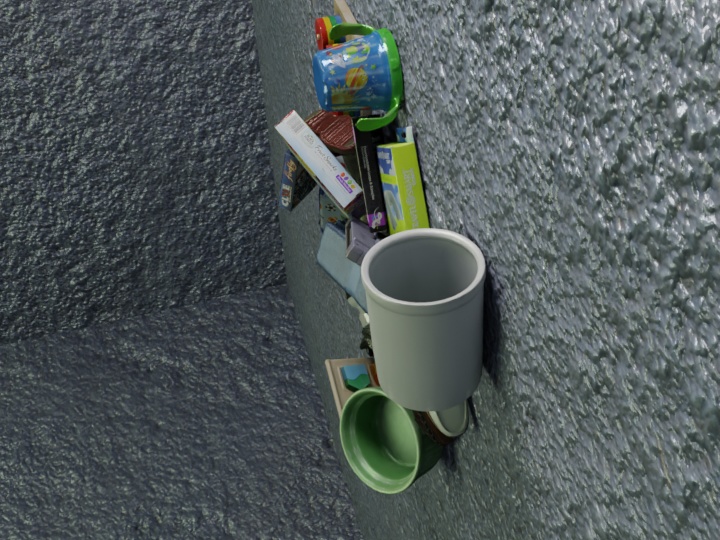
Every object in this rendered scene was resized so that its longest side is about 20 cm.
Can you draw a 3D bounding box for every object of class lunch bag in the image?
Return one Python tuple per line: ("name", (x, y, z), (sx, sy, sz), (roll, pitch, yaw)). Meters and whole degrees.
("lunch bag", (-0.042, -0.177, 1.800), (0.201, 0.075, 0.162), (96, -174, -57))

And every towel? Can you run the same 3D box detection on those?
("towel", (0.000, 0.000, 1.551), (0.200, 0.048, 0.112), (43, 129, 29))

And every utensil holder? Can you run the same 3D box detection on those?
("utensil holder", (0.094, 0.071, 1.169), (0.171, 0.168, 0.202), (-115, 13, -52))

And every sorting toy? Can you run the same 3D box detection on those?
("sorting toy", (-0.039, -0.397, 1.642), (0.201, 0.069, 0.200), (88, 166, -45))
("sorting toy", (0.032, 0.263, 1.728), (0.036, 0.198, 0.187), (-46, 51, 44))

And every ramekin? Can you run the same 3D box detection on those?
("ramekin", (0.064, 0.310, 1.578), (0.199, 0.097, 0.203), (10, 106, 41))

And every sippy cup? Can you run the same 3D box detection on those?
("sippy cup", (-0.009, -0.322, 1.381), (0.178, 0.129, 0.141), (-118, 18, -57))

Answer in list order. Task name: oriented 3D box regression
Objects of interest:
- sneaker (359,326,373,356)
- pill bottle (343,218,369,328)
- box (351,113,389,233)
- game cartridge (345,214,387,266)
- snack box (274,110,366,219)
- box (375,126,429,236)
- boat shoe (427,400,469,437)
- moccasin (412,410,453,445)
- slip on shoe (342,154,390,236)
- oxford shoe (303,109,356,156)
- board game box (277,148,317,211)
("sneaker", (0.025, 0.111, 1.791), (0.200, 0.075, 0.115), (57, 135, 53))
("pill bottle", (0.014, 0.003, 1.649), (0.116, 0.115, 0.202), (117, 133, -74))
("box", (0.026, -0.178, 1.494), (0.143, 0.036, 0.202), (-51, -49, -75))
("game cartridge", (0.034, -0.031, 1.437), (0.039, 0.129, 0.200), (-60, 11, 15))
("snack box", (-0.067, -0.188, 1.538), (0.200, 0.053, 0.142), (50, 180, 10))
("box", (0.070, -0.135, 1.391), (0.122, 0.047, 0.202), (-143, 42, -76))
("boat shoe", (0.130, 0.166, 1.327), (0.068, 0.074, 0.202), (113, 143, -78))
("moccasin", (0.126, 0.231, 1.437), (0.074, 0.077, 0.202), (38, 160, 51))
("slip on shoe", (0.022, -0.159, 1.621), (0.061, 0.074, 0.202), (6, -120, -63))
("oxford shoe", (-0.040, -0.249, 1.581), (0.075, 0.070, 0.200), (58, 173, -34))
("board game box", (-0.102, -0.231, 1.737), (0.200, 0.034, 0.136), (-52, -19, -45))
